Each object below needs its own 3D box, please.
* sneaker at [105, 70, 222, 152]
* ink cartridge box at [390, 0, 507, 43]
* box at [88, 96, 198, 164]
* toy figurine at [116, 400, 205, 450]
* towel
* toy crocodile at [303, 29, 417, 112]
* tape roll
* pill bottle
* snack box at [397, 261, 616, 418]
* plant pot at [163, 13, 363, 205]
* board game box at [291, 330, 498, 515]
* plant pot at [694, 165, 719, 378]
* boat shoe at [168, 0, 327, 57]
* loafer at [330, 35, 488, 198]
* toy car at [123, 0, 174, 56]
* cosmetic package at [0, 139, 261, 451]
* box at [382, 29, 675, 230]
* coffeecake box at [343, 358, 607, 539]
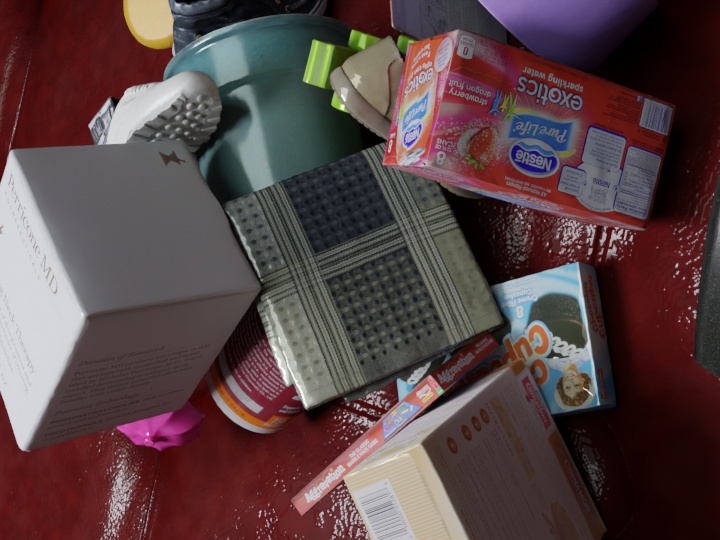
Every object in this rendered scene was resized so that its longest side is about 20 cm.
[{"bbox_3d":[-0.191,-0.141,0.882,0.199,0.075,0.082,-29,65,50],"label":"sneaker"},{"bbox_3d":[0.064,-0.271,0.847,0.043,0.172,0.204,-14,74,41],"label":"ink cartridge box"},{"bbox_3d":[-0.196,-0.082,1.048,0.050,0.156,0.202,-41,58,27],"label":"box"},{"bbox_3d":[-0.205,0.100,1.006,0.201,0.149,0.184,-54,34,1],"label":"toy figurine"},{"bbox_3d":[0.000,0.000,0.822,0.190,0.035,0.203,-21,72,-10],"label":"towel"},{"bbox_3d":[0.014,-0.178,0.863,0.061,0.198,0.069,25,111,32],"label":"toy crocodile"},{"bbox_3d":[0.138,-0.252,0.765,0.085,0.198,0.202,-43,58,25],"label":"tape roll"},{"bbox_3d":[-0.055,0.059,0.918,0.200,0.112,0.114,-45,57,34],"label":"pill bottle"},{"bbox_3d":[0.117,0.075,0.831,0.198,0.037,0.119,-18,71,37],"label":"snack box"},{"bbox_3d":[-0.077,-0.112,0.940,0.198,0.199,0.200,-22,76,35],"label":"plant pot"},{"bbox_3d":[0.027,0.129,0.803,0.020,0.103,0.200,49,125,8],"label":"board game box"},{"bbox_3d":[0.321,0.007,0.580,0.199,0.197,0.180,35,116,38],"label":"plant pot"},{"bbox_3d":[-0.109,-0.275,0.982,0.070,0.199,0.092,35,147,26],"label":"boat shoe"},{"bbox_3d":[0.064,-0.126,0.806,0.068,0.198,0.076,-44,43,24],"label":"loafer"},{"bbox_3d":[-0.183,-0.346,1.095,0.175,0.150,0.201,43,117,5],"label":"toy car"},{"bbox_3d":[-0.220,0.018,0.830,0.169,0.164,0.201,58,135,23],"label":"cosmetic package"},{"bbox_3d":[0.127,-0.104,0.738,0.095,0.197,0.102,-164,87,-69],"label":"box"},{"bbox_3d":[0.092,0.172,0.701,0.072,0.199,0.156,-28,87,31],"label":"coffeecake box"}]
